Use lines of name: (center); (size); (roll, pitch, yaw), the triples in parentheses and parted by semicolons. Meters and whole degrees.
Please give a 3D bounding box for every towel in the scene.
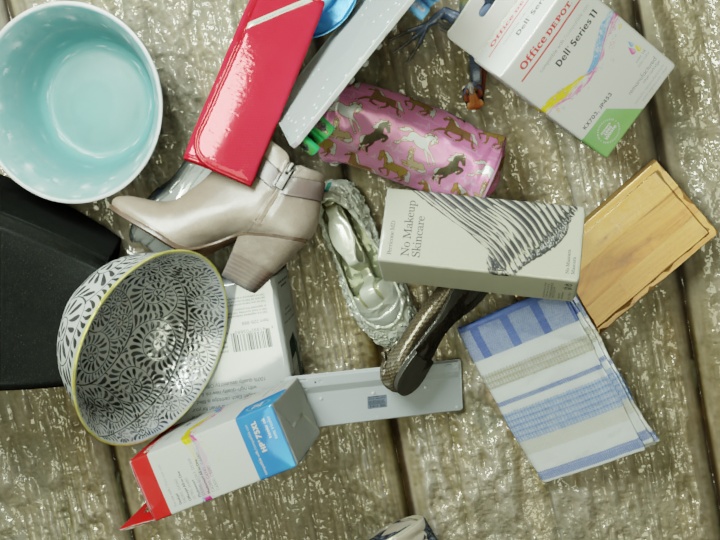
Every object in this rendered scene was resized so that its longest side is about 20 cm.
towel: (0.206, 0.120, 1.225); (0.146, 0.024, 0.201); (-27, 97, 32)

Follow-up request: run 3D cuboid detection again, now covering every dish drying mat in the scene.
dish drying mat: (-0.106, -0.190, 1.163); (0.076, 0.018, 0.202); (21, 83, 4)

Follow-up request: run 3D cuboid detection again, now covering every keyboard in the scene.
keyboard: (0.017, 0.132, 1.240); (0.197, 0.011, 0.057); (-4, 101, -17)

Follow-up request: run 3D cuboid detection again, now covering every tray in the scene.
tray: (0.262, -0.011, 1.215); (0.200, 0.037, 0.099); (-42, 91, 12)

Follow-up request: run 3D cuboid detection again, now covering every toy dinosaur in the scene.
toy dinosaur: (0.126, -0.263, 1.172); (0.198, 0.105, 0.183); (-23, 114, 0)

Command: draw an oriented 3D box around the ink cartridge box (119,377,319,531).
ink cartridge box: (-0.150, 0.184, 1.168); (0.198, 0.116, 0.068); (-22, 94, 12)

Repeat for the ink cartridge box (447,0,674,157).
ink cartridge box: (0.195, -0.213, 1.132); (0.199, 0.067, 0.118); (29, 103, -29)

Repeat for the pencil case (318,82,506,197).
pencil case: (0.053, -0.127, 1.202); (0.198, 0.087, 0.083); (20, 58, 4)

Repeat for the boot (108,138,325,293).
boot: (-0.138, -0.077, 1.187); (0.198, 0.070, 0.147); (28, 93, -1)

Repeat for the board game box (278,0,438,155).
board game box: (-0.006, -0.211, 1.134); (0.026, 0.200, 0.201); (37, 98, -18)

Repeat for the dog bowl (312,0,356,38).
dog bowl: (-0.069, -0.339, 1.201); (0.110, 0.050, 0.202); (-20, 96, 10)

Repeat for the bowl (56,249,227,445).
bowl: (-0.232, 0.061, 1.148); (0.094, 0.200, 0.203); (22, 102, 32)

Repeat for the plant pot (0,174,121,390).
plant pot: (-0.358, 0.021, 1.229); (0.175, 0.200, 0.202); (15, 100, -8)

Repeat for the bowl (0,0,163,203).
bowl: (-0.289, -0.176, 1.226); (0.198, 0.105, 0.204); (1, 98, 7)

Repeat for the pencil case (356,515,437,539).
pencil case: (0.074, 0.363, 1.274); (0.089, 0.078, 0.201); (-30, 94, -4)

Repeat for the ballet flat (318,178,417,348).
ballet flat: (0.000, 0.000, 1.236); (0.071, 0.072, 0.202); (-25, 95, 10)

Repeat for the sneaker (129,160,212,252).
sneaker: (-0.160, -0.090, 1.250); (0.087, 0.075, 0.200); (39, 104, -17)

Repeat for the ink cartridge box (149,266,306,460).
ink cartridge box: (-0.138, 0.109, 1.260); (0.144, 0.084, 0.203); (-8, 98, 8)

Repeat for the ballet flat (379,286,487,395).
ballet flat: (0.083, 0.040, 1.224); (0.046, 0.067, 0.201); (32, 86, 39)

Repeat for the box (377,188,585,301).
box: (0.120, -0.026, 1.158); (0.197, 0.068, 0.083); (5, 73, 7)
